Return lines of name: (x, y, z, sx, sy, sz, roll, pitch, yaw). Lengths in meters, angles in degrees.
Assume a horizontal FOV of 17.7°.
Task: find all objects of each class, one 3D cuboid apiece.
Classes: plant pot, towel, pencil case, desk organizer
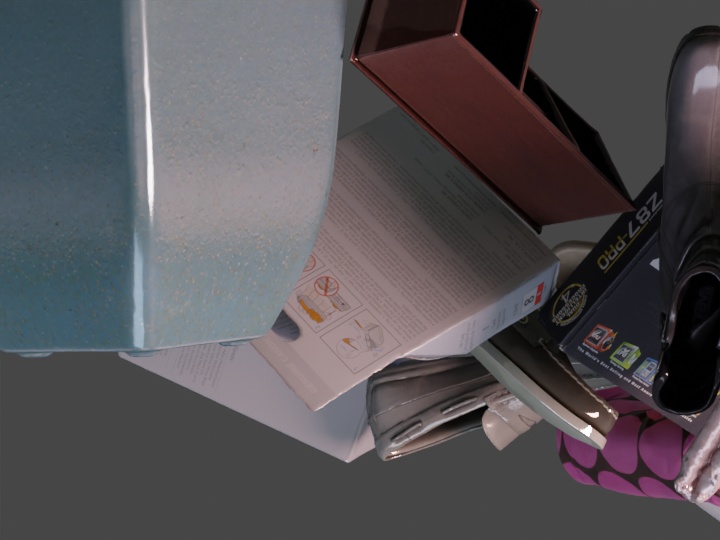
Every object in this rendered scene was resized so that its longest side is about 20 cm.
plant pot: (-0.134, -0.053, 1.319, 0.196, 0.201, 0.195, -2, -179, 35)
towel: (0.261, 0.021, 1.337, 0.032, 0.200, 0.191, 34, 129, 14)
pencil case: (0.235, 0.126, 1.714, 0.091, 0.094, 0.200, 54, 156, -23)
desk organizer: (0.089, -0.107, 1.384, 0.077, 0.072, 0.200, -9, 144, 39)

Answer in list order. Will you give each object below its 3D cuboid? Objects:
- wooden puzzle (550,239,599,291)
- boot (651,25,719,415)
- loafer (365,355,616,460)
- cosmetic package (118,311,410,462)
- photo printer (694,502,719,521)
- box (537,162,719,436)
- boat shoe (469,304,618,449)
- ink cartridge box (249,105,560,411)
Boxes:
wooden puzzle: (0.247, 0.042, 1.625, 0.199, 0.037, 0.185, 2, 151, 28)
boot: (0.202, -0.027, 1.323, 0.069, 0.132, 0.201, 2, 118, 11)
loafer: (0.100, 0.090, 1.611, 0.199, 0.070, 0.070, -12, 162, 20)
cosmetic package: (-0.068, 0.064, 1.733, 0.199, 0.072, 0.101, 23, -166, 17)
photo printer: (0.368, 0.166, 1.762, 0.166, 0.070, 0.200, 34, 150, -32)
box: (0.236, 0.024, 1.474, 0.200, 0.161, 0.049, 33, -167, -30)
boat shoe: (0.094, 0.035, 1.500, 0.202, 0.060, 0.072, 41, 173, 18)
ink cartridge box: (0.000, 0.000, 1.441, 0.162, 0.200, 0.050, 46, 153, 26)
